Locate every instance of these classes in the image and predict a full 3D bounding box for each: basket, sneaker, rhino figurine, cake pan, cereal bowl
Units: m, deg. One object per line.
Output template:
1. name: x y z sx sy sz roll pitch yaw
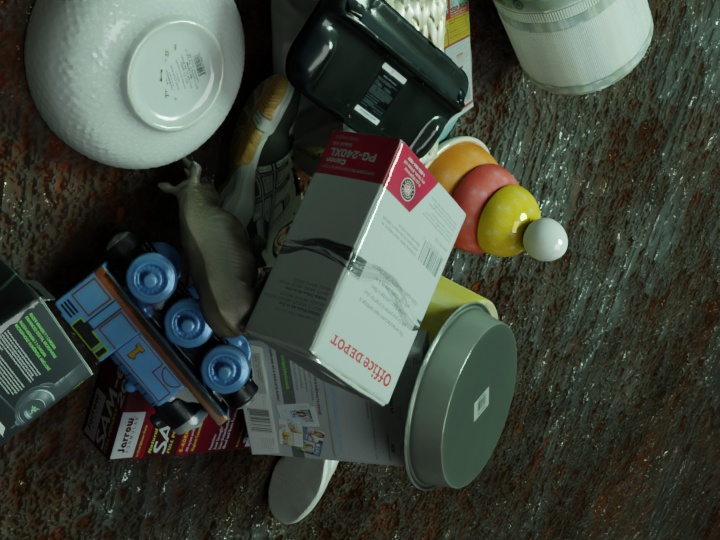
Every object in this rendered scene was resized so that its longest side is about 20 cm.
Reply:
1. basket: -0.002 -0.196 0.933 0.123 0.135 0.201 -19 126 -31
2. sneaker: -0.043 0.230 1.216 0.088 0.075 0.201 20 98 -60
3. sneaker: -0.088 -0.094 0.948 0.087 0.076 0.201 14 115 -21
4. rhino figurine: -0.128 -0.024 0.867 0.060 0.201 0.087 -30 160 19
5. cake pan: 0.108 0.133 0.981 0.200 0.037 0.202 -33 130 -50
6. cereal bowl: -0.177 -0.177 0.819 0.199 0.083 0.201 -23 128 -33

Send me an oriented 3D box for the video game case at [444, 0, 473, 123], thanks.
1. video game case: 0.084 -0.255 1.011 0.143 0.017 0.201 -41 131 -55

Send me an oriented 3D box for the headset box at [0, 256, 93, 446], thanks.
1. headset box: -0.333 0.066 0.744 0.200 0.174 0.093 -41 136 -21

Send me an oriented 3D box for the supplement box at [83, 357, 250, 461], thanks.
1. supplement box: -0.182 0.135 1.022 0.199 0.061 0.110 4 109 -45

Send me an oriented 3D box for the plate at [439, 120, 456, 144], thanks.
1. plate: 0.062 -0.204 1.083 0.199 0.026 0.201 -24 130 -32

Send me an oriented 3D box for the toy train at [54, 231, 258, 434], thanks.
1. toy train: -0.183 0.063 0.889 0.114 0.087 0.200 -37 102 2

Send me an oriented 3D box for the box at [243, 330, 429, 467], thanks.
1. box: -0.025 0.129 0.992 0.041 0.198 0.157 -66 154 -55

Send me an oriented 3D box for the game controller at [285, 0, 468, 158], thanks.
1. game controller: 0.020 -0.170 0.850 0.104 0.042 0.200 -49 138 12

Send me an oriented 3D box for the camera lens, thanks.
1. camera lens: 0.235 -0.312 1.085 0.160 0.160 0.200 -50 138 -9

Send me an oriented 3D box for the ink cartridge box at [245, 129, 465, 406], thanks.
1. ink cartridge box: 0.000 0.000 0.857 0.145 0.083 0.201 41 68 -52

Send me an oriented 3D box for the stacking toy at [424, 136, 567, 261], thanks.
1. stacking toy: 0.163 -0.060 1.135 0.146 0.200 0.147 -25 132 -32

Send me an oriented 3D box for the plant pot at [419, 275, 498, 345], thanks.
1. plant pot: 0.044 0.073 1.072 0.201 0.188 0.202 -34 132 -50
